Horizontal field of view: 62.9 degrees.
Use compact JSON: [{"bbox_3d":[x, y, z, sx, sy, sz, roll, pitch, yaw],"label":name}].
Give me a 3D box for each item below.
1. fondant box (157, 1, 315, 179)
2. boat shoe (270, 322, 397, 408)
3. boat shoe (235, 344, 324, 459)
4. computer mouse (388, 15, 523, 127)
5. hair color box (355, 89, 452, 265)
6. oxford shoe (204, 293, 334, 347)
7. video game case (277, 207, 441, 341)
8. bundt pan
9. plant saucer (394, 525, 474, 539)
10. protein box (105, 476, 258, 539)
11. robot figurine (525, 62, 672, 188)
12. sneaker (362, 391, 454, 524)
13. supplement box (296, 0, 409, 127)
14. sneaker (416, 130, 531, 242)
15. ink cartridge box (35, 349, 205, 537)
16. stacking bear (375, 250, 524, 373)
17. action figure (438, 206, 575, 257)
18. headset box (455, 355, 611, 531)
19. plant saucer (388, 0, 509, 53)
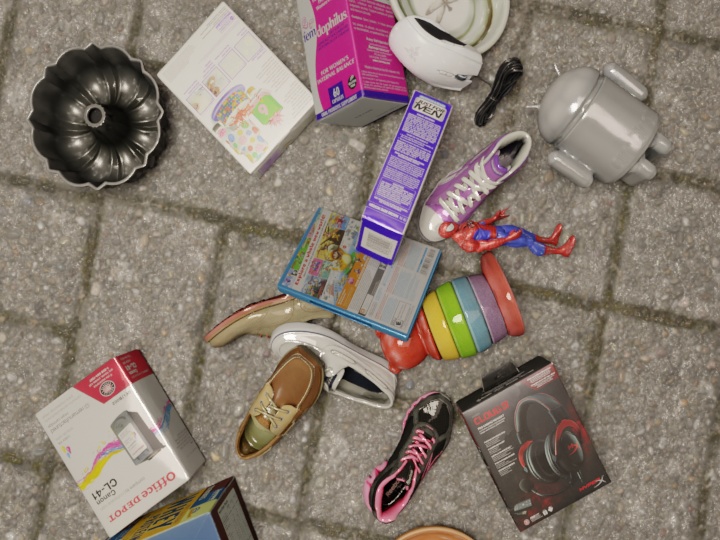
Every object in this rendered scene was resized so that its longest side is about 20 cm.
[{"bbox_3d":[-0.175,-0.260,0.862,0.144,0.058,0.200,-45,88,0],"label":"fondant box"},{"bbox_3d":[-0.036,0.135,0.825,0.194,0.066,0.075,19,119,-8],"label":"boat shoe"},{"bbox_3d":[-0.114,0.191,0.804,0.075,0.074,0.203,35,121,7],"label":"boat shoe"},{"bbox_3d":[0.125,-0.273,0.803,0.195,0.110,0.045,19,53,-21],"label":"computer mouse"},{"bbox_3d":[0.057,-0.125,0.800,0.063,0.110,0.204,23,70,3],"label":"hair color box"},{"bbox_3d":[-0.129,0.076,0.850,0.195,0.070,0.077,-24,94,2],"label":"oxford shoe"},{"bbox_3d":[0.000,0.000,0.822,0.195,0.018,0.146,20,63,13],"label":"video game case"},{"bbox_3d":[-0.370,-0.215,0.855,0.194,0.076,0.210,0,89,0],"label":"bundt pan"},{"bbox_3d":[0.107,0.470,0.853,0.193,0.037,0.208,0,90,1],"label":"plant saucer"},{"bbox_3d":[-0.240,0.438,0.812,0.193,0.135,0.205,-22,89,1],"label":"protein box"},{"bbox_3d":[0.331,-0.203,0.821,0.197,0.113,0.172,34,85,1],"label":"robot figurine"},{"bbox_3d":[0.073,0.268,0.829,0.078,0.095,0.203,31,88,3],"label":"sneaker"},{"bbox_3d":[-0.013,-0.320,0.820,0.100,0.101,0.207,-12,86,45],"label":"supplement box"},{"bbox_3d":[0.157,-0.122,0.825,0.073,0.114,0.201,44,91,0],"label":"sneaker"},{"bbox_3d":[-0.339,0.241,0.843,0.146,0.086,0.203,-34,87,0],"label":"ink cartridge box"},{"bbox_3d":[0.119,0.075,0.826,0.195,0.114,0.124,-24,100,8],"label":"stacking bear"},{"bbox_3d":[0.201,-0.051,0.826,0.193,0.066,0.053,0,124,-12],"label":"action figure"},{"bbox_3d":[0.235,0.231,0.835,0.145,0.075,0.205,-27,89,1],"label":"headset box"},{"bbox_3d":[0.119,-0.395,0.846,0.194,0.050,0.208,2,83,-19],"label":"plant saucer"}]
